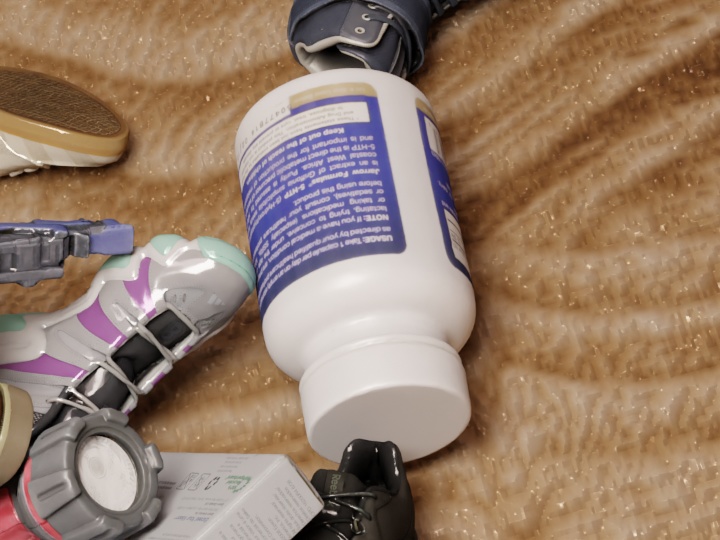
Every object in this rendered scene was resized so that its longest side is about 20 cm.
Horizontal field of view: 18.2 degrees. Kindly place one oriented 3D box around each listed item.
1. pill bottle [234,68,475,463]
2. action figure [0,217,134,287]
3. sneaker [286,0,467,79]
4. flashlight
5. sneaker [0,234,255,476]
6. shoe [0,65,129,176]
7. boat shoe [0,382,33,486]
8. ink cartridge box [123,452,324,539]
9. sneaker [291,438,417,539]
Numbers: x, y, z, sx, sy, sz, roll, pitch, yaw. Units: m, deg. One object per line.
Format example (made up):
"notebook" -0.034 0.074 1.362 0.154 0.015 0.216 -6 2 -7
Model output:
"pill bottle" 0.000 0.000 1.246 0.119 0.120 0.201 -12 57 3
"action figure" -0.224 0.019 1.209 0.199 0.105 0.193 -4 12 -17
"sneaker" 0.052 -0.165 1.352 0.202 0.077 0.147 -8 46 17
"flashlight" -0.184 0.134 1.158 0.200 0.068 0.068 -29 54 39
"sneaker" -0.140 0.072 1.223 0.200 0.078 0.140 -27 43 25
"shoe" -0.235 -0.093 1.391 0.199 0.054 0.070 16 31 14
"boat shoe" -0.247 0.098 1.153 0.200 0.068 0.072 -37 45 40
"ink cartridge box" -0.134 0.168 1.129 0.200 0.196 0.043 -43 104 -21
"sneaker" -0.019 0.152 1.125 0.076 0.091 0.200 3 24 12
